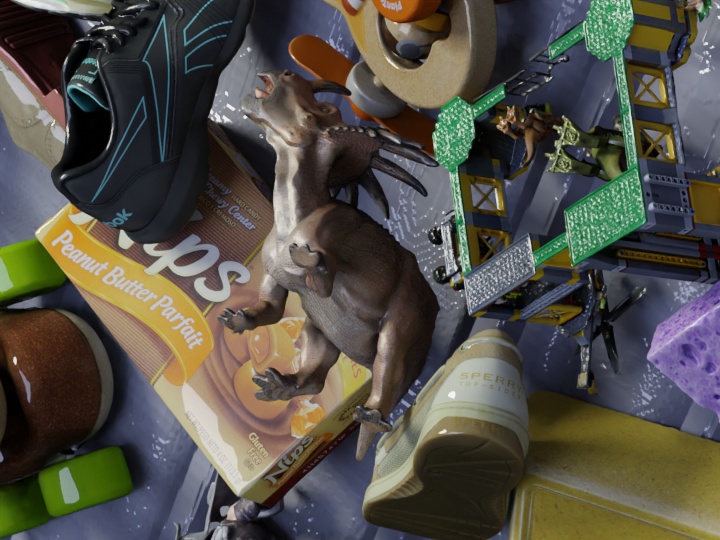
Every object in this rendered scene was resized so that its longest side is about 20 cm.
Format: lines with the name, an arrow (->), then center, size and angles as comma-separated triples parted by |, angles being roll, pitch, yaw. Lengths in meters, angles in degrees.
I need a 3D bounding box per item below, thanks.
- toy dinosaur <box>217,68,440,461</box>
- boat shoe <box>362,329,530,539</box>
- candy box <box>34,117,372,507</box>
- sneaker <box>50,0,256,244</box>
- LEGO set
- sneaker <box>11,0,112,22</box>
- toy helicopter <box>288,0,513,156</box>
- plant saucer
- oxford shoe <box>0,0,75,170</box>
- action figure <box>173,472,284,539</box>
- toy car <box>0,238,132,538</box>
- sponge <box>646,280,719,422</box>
toy dinosaur -> 0.000, 0.000, 1.351 | 0.086, 0.136, 0.200 | -3, 125, 38
boat shoe -> 0.047, 0.091, 1.361 | 0.201, 0.073, 0.063 | 107, 175, -68
candy box -> -0.075, 0.017, 1.453 | 0.115, 0.055, 0.200 | -41, 69, 5
sneaker -> -0.111, -0.118, 1.414 | 0.075, 0.079, 0.200 | -4, 72, 52
LEGO set -> 0.133, -0.045, 1.282 | 0.200, 0.116, 0.154 | -43, 49, 46
sneaker -> -0.184, -0.205, 1.522 | 0.200, 0.077, 0.089 | 32, 110, 28
toy helicopter -> 0.001, -0.141, 1.390 | 0.200, 0.079, 0.132 | 33, 128, 43
plant saucer -> 0.144, 0.181, 1.339 | 0.200, 0.048, 0.200 | 16, 108, 37
oxford shoe -> -0.202, -0.114, 1.554 | 0.200, 0.070, 0.075 | 49, 131, 23
action figure -> -0.041, 0.177, 1.481 | 0.200, 0.069, 0.130 | 14, 113, 41
toy car -> -0.260, 0.086, 1.556 | 0.158, 0.200, 0.164 | -22, 84, 40
sponge -> 0.240, 0.019, 1.204 | 0.112, 0.030, 0.200 | 42, 129, -12
